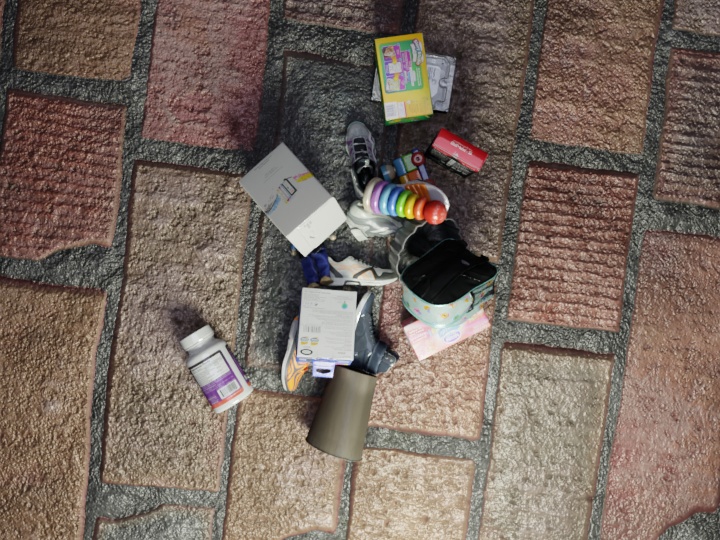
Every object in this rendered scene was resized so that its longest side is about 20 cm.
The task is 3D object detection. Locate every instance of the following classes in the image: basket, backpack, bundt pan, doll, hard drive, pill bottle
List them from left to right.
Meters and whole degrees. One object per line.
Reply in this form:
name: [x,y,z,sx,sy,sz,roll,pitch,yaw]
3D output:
pill bottle: [-0.362,0.240,1.538,0.111,0.111,0.201,-30,92,0]
doll: [-0.119,-0.057,1.545,0.136,0.048,0.201,-25,72,24]
basket: [-0.038,0.343,1.529,0.135,0.180,0.201,19,85,-27]
hard drive: [0.133,-0.479,1.560,0.199,0.038,0.141,9,92,-2]
bundt pan: [0.150,-0.055,1.521,0.201,0.076,0.203,-18,126,-26]
backpack: [0.193,0.041,1.435,0.199,0.154,0.176,-27,51,-30]

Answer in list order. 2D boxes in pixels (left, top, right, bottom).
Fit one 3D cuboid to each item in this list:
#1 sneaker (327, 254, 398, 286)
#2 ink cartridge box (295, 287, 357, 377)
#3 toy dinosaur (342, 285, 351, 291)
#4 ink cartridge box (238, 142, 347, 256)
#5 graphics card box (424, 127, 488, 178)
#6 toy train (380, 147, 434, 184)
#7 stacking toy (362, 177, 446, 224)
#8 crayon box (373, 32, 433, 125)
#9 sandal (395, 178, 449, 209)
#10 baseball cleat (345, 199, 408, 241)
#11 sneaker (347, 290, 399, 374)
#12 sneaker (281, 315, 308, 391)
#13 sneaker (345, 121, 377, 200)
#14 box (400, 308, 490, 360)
sneaker: [0.000,0.000,1.557,0.198,0.074,0.081,1,90,-2]
ink cartridge box: [-0.083,0.149,1.471,0.135,0.076,0.201,5,71,-5]
toy dinosaur: [-0.102,0.112,1.574,0.088,0.047,0.201,34,94,-9]
ink cartridge box: [-0.157,-0.166,1.477,0.145,0.147,0.200,-41,70,-1]
graphics card box: [0.224,-0.278,1.488,0.125,0.200,0.051,29,92,-1]
toy train: [0.133,-0.193,1.553,0.115,0.085,0.201,-20,93,10]
stacking toy: [0.107,-0.151,1.438,0.199,0.085,0.086,21,92,25]
crayon box: [0.104,-0.466,1.512,0.118,0.058,0.201,-8,92,-1]
sandal: [0.131,-0.187,1.490,0.059,0.206,0.080,-40,128,-37]
baseball cleat: [0.052,-0.109,1.565,0.199,0.070,0.107,25,125,-15]
sneaker: [0.041,0.162,1.554,0.145,0.077,0.204,19,101,9]
sneaker: [-0.128,0.218,1.541,0.111,0.078,0.201,14,106,9]
sneaker: [0.008,-0.273,1.512,0.077,0.140,0.201,-12,93,0]
box: [0.210,0.134,1.552,0.199,0.103,0.095,-26,92,-1]
